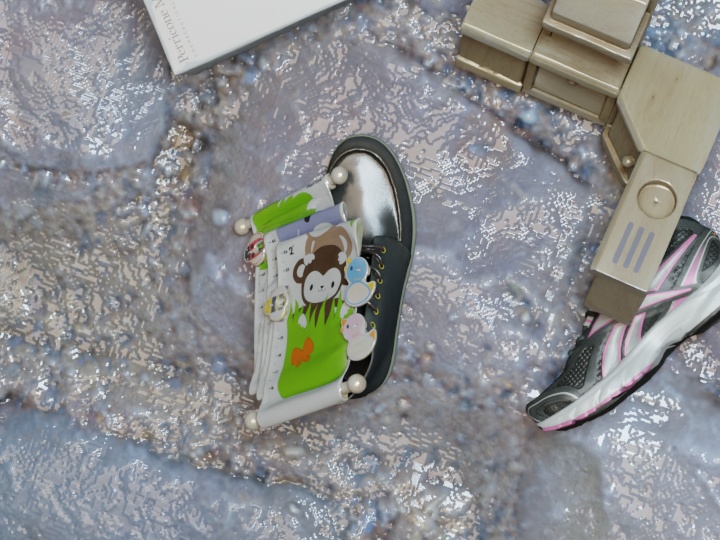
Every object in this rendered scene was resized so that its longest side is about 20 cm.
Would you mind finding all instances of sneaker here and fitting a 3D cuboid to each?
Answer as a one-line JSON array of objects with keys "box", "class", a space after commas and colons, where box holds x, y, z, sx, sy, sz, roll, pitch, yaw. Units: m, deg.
[{"box": [0.000, 0.000, 1.657, 0.074, 0.106, 0.201, 0, 95, 8], "class": "sneaker"}, {"box": [0.198, 0.038, 1.660, 0.200, 0.080, 0.086, -40, 77, 1], "class": "sneaker"}]

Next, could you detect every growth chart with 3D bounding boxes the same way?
[{"box": [-0.041, 0.020, 1.626, 0.144, 0.018, 0.201, -32, 49, 39], "class": "growth chart"}]

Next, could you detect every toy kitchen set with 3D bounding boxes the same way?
[{"box": [0.147, -0.103, 1.568, 0.199, 0.163, 0.181, 24, 72, 5], "class": "toy kitchen set"}]

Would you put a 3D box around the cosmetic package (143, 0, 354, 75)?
[{"box": [-0.066, -0.234, 1.658, 0.199, 0.081, 0.113, -25, 93, 8], "class": "cosmetic package"}]
